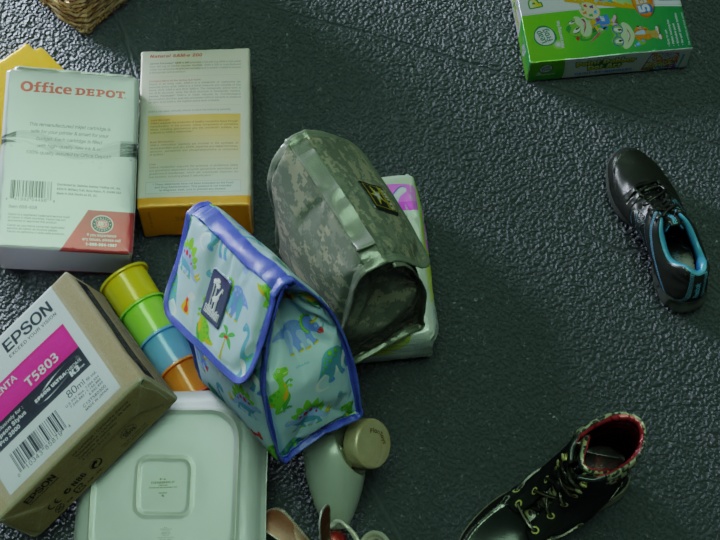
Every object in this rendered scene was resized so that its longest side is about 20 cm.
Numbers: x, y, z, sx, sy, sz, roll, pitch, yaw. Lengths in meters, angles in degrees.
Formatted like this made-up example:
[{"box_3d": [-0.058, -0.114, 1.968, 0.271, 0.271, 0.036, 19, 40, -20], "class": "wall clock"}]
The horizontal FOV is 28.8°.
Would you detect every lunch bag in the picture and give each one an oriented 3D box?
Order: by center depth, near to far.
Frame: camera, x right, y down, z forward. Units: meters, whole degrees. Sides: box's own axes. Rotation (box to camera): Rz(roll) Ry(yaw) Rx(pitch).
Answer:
[{"box_3d": [-0.096, 0.051, 1.317, 0.127, 0.202, 0.170, -28, 41, -24], "class": "lunch bag"}, {"box_3d": [-0.012, -0.029, 1.362, 0.117, 0.201, 0.165, -27, 66, -11], "class": "lunch bag"}]

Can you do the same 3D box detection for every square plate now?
[{"box_3d": [-0.190, 0.215, 1.384, 0.197, 0.028, 0.201, -1, 75, 7], "class": "square plate"}]

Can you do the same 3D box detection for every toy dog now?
[{"box_3d": [-0.042, 0.221, 1.365, 0.096, 0.131, 0.202, 23, 51, -33], "class": "toy dog"}]

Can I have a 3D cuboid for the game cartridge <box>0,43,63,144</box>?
[{"box_3d": [-0.394, -0.147, 1.582, 0.199, 0.033, 0.176, -39, 71, -20], "class": "game cartridge"}]

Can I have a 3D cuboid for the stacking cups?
[{"box_3d": [-0.195, 0.085, 1.461, 0.060, 0.061, 0.201, -33, 73, -15], "class": "stacking cups"}]

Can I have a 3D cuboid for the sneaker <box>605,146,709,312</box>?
[{"box_3d": [0.330, -0.059, 1.520, 0.072, 0.082, 0.202, -20, 65, -8], "class": "sneaker"}]

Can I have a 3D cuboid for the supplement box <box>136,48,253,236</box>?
[{"box_3d": [-0.181, -0.143, 1.556, 0.124, 0.074, 0.203, -1, 65, -1], "class": "supplement box"}]

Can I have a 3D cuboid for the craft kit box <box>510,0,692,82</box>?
[{"box_3d": [0.278, -0.328, 1.668, 0.195, 0.049, 0.202, -7, 65, -1], "class": "craft kit box"}]

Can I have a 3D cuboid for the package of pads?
[{"box_3d": [0.000, 0.000, 1.496, 0.152, 0.068, 0.203, -5, 66, -2], "class": "package of pads"}]

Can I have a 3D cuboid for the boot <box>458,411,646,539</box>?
[{"box_3d": [0.184, 0.214, 1.349, 0.202, 0.154, 0.074, -28, 68, -14], "class": "boot"}]

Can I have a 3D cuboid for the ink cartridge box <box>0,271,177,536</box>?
[{"box_3d": [-0.305, 0.130, 1.380, 0.200, 0.075, 0.165, -44, 59, 1], "class": "ink cartridge box"}]

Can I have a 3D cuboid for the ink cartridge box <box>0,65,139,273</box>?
[{"box_3d": [-0.313, -0.106, 1.506, 0.142, 0.084, 0.203, 3, 74, -11], "class": "ink cartridge box"}]

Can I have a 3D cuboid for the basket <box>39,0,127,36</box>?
[{"box_3d": [-0.312, -0.410, 1.640, 0.142, 0.149, 0.200, 39, 71, 16], "class": "basket"}]
